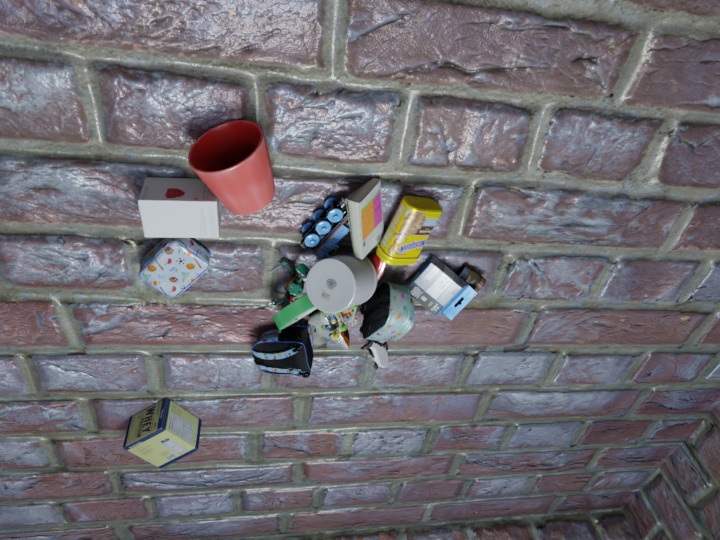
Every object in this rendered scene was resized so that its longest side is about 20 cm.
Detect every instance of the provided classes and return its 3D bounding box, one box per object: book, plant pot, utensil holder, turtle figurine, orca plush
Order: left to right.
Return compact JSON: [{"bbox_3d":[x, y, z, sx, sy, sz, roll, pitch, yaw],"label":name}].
[{"bbox_3d":[-0.315,-0.255,1.338,0.197,0.202,0.178,-15,141,3],"label":"plant pot"},{"bbox_3d":[-0.223,0.041,1.627,0.099,0.152,0.199,8,168,-26],"label":"turtle figurine"},{"bbox_3d":[-0.055,0.033,1.558,0.167,0.200,0.173,2,95,18],"label":"utensil holder"},{"bbox_3d":[0.023,-0.151,1.521,0.048,0.134,0.202,20,136,28],"label":"book"},{"bbox_3d":[0.042,0.306,1.931,0.070,0.107,0.200,11,167,30],"label":"orca plush"}]

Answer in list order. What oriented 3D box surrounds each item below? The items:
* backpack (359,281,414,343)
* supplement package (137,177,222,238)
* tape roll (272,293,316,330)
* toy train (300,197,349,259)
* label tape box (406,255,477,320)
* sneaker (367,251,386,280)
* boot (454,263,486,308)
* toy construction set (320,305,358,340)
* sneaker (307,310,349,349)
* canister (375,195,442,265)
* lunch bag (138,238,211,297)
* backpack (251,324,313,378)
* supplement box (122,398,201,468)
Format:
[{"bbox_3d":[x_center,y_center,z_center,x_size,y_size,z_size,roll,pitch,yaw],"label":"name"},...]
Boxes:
[{"bbox_3d":[0.095,0.136,1.707,0.151,0.178,0.200,13,149,-16],"label":"backpack"},{"bbox_3d":[-0.484,-0.171,1.407,0.197,0.122,0.121,-1,130,-11],"label":"supplement package"},{"bbox_3d":[-0.187,0.120,1.665,0.199,0.200,0.049,-33,85,17],"label":"tape roll"},{"bbox_3d":[-0.090,-0.127,1.541,0.114,0.087,0.200,31,115,-35],"label":"toy train"},{"bbox_3d":[0.271,0.072,1.735,0.199,0.066,0.144,40,117,-2],"label":"label tape box"},{"bbox_3d":[0.000,0.000,1.669,0.114,0.079,0.201,16,124,-23],"label":"sneaker"},{"bbox_3d":[0.329,0.062,1.798,0.097,0.075,0.200,42,111,-17],"label":"boot"},{"bbox_3d":[-0.058,0.149,1.735,0.091,0.199,0.133,-9,92,24],"label":"toy construction set"},{"bbox_3d":[-0.111,0.213,1.836,0.091,0.076,0.201,-23,122,19],"label":"sneaker"},{"bbox_3d":[0.148,-0.121,1.573,0.147,0.087,0.202,-2,131,-37],"label":"canister"},{"bbox_3d":[-0.557,-0.013,1.557,0.199,0.076,0.160,-36,129,18],"label":"lunch bag"},{"bbox_3d":[-0.272,0.278,1.809,0.197,0.135,0.184,-2,130,8],"label":"backpack"},{"bbox_3d":[-0.766,0.635,2.013,0.198,0.135,0.200,-28,129,13],"label":"supplement box"}]
